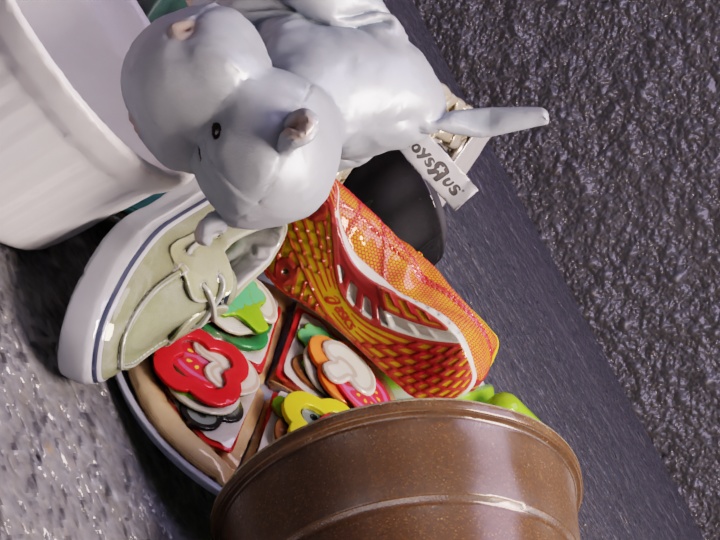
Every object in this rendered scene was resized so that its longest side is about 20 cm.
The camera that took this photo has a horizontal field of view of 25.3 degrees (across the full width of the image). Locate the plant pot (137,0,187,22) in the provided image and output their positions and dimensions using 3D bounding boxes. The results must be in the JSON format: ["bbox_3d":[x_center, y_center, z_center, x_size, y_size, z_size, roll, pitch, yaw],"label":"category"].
[{"bbox_3d":[-0.123,-0.221,1.054,0.135,0.200,0.200,57,11,18],"label":"plant pot"}]

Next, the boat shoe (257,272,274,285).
[{"bbox_3d":[-0.076,0.047,1.027,0.201,0.072,0.062,-117,-148,-47],"label":"boat shoe"}]

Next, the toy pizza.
[{"bbox_3d":[-0.051,0.062,0.915,0.199,0.032,0.201,26,31,-17],"label":"toy pizza"}]

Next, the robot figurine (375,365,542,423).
[{"bbox_3d":[0.034,0.117,1.045,0.115,0.174,0.202,-5,87,-57],"label":"robot figurine"}]

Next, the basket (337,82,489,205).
[{"bbox_3d":[-0.015,-0.125,1.317,0.123,0.136,0.200,37,-2,-43],"label":"basket"}]

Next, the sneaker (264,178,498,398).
[{"bbox_3d":[0.000,0.000,0.980,0.200,0.073,0.077,48,23,5],"label":"sneaker"}]

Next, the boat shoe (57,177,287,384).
[{"bbox_3d":[-0.096,0.001,0.865,0.062,0.073,0.200,19,33,10],"label":"boat shoe"}]

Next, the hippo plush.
[{"bbox_3d":[-0.047,-0.073,0.829,0.200,0.159,0.161,45,44,0],"label":"hippo plush"}]

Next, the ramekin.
[{"bbox_3d":[-0.179,-0.109,0.842,0.201,0.097,0.201,54,14,-20],"label":"ramekin"}]

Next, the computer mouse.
[{"bbox_3d":[0.014,-0.015,1.146,0.139,0.052,0.200,59,-17,20],"label":"computer mouse"}]

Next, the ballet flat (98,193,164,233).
[{"bbox_3d":[-0.108,-0.030,0.998,0.199,0.064,0.068,4,46,-39],"label":"ballet flat"}]

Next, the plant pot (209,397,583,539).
[{"bbox_3d":[0.033,0.202,0.786,0.200,0.199,0.199,46,25,-45],"label":"plant pot"}]
